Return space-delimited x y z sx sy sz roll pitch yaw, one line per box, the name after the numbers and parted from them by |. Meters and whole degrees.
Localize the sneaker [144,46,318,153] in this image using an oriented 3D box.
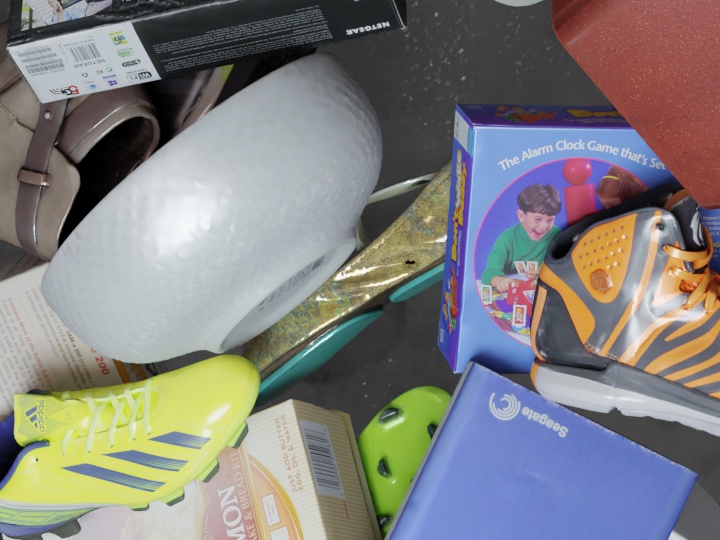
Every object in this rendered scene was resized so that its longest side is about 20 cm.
-0.089 -0.104 1.365 0.083 0.072 0.200 44 110 21 | sneaker

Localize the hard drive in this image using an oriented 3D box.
0.072 0.166 1.285 0.131 0.025 0.201 26 86 -5 | hard drive

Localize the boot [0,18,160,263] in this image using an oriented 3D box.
-0.187 -0.042 1.349 0.070 0.146 0.201 15 109 -43 | boot

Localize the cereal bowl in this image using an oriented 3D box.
-0.063 -0.018 1.288 0.200 0.200 0.083 -42 81 18 | cereal bowl

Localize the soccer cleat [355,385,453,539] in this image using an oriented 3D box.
0.012 0.161 1.420 0.067 0.081 0.201 23 90 30 | soccer cleat

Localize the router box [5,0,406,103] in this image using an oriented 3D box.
-0.078 -0.175 1.289 0.199 0.150 0.051 -10 144 13 | router box

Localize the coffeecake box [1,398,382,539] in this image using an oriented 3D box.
-0.086 0.179 1.380 0.199 0.073 0.154 -24 70 22 | coffeecake box

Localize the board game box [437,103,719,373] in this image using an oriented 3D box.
0.146 -0.016 1.317 0.199 0.045 0.135 1 108 -11 | board game box

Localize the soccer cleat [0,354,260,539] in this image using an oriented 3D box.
-0.140 0.087 1.320 0.200 0.065 0.084 -25 124 33 | soccer cleat

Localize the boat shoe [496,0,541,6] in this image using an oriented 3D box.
0.115 -0.230 1.284 0.074 0.060 0.201 14 117 -30 | boat shoe

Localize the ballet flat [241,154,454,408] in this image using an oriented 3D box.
0.000 0.000 1.375 0.200 0.071 0.071 -34 99 17 | ballet flat

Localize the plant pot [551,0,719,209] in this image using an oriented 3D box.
0.201 -0.148 1.207 0.176 0.200 0.200 -31 120 26 | plant pot

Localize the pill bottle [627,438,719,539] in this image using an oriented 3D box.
0.112 0.196 1.383 0.116 0.116 0.200 36 109 -2 | pill bottle

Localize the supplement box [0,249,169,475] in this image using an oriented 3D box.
-0.217 0.070 1.424 0.199 0.074 0.127 -20 103 15 | supplement box

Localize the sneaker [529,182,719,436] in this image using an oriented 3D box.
0.179 0.019 1.239 0.199 0.078 0.113 7 105 18 | sneaker
